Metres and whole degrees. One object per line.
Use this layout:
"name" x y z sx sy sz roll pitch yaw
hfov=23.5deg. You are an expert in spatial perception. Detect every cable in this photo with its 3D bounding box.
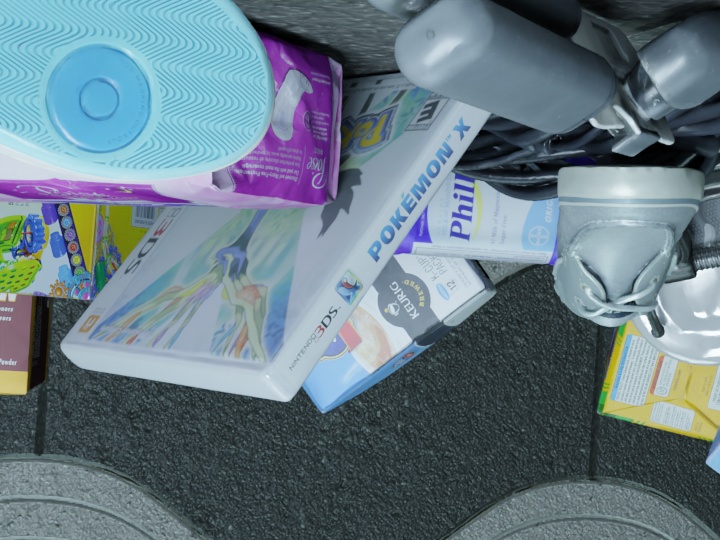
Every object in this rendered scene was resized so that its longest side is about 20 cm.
"cable" 0.108 -0.064 0.868 0.198 0.051 0.163 4 179 18

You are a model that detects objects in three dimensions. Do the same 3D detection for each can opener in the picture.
"can opener" 0.074 -0.080 0.565 0.067 0.054 0.199 -32 163 22

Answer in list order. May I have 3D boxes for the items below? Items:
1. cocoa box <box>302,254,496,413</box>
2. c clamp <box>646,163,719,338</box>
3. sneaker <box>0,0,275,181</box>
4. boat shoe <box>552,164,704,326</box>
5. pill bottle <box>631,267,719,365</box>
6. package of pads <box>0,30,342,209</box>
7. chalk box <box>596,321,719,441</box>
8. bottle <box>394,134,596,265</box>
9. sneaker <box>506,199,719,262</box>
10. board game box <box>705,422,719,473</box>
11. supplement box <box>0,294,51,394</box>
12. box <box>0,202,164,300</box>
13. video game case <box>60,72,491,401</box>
"cocoa box" 0.000 0.000 1.141 0.131 0.134 0.200 -36 176 5
"c clamp" 0.236 -0.028 0.998 0.198 0.027 0.171 -14 146 23
"sneaker" -0.130 -0.073 0.565 0.198 0.080 0.130 14 175 -12
"boat shoe" 0.130 -0.008 0.853 0.069 0.072 0.201 1 173 4
"pill bottle" 0.240 -0.011 1.195 0.110 0.112 0.200 4 -168 11
"package of pads" -0.118 -0.068 0.765 0.198 0.077 0.120 3 180 26
"chalk box" 0.271 0.018 1.382 0.122 0.125 0.201 12 -137 7
"bottle" 0.036 -0.050 0.992 0.198 0.085 0.065 5 179 -6
"sneaker" 0.167 -0.059 1.083 0.198 0.075 0.082 -3 -149 33
"board game box" 0.293 0.034 1.110 0.036 0.152 0.200 34 -149 4
"supplement box" -0.311 -0.009 1.349 0.131 0.200 0.200 4 178 -6
"box" -0.203 -0.045 1.125 0.191 0.124 0.200 5 179 22
"video game case" -0.043 -0.022 0.829 0.022 0.183 0.199 47 156 -27
